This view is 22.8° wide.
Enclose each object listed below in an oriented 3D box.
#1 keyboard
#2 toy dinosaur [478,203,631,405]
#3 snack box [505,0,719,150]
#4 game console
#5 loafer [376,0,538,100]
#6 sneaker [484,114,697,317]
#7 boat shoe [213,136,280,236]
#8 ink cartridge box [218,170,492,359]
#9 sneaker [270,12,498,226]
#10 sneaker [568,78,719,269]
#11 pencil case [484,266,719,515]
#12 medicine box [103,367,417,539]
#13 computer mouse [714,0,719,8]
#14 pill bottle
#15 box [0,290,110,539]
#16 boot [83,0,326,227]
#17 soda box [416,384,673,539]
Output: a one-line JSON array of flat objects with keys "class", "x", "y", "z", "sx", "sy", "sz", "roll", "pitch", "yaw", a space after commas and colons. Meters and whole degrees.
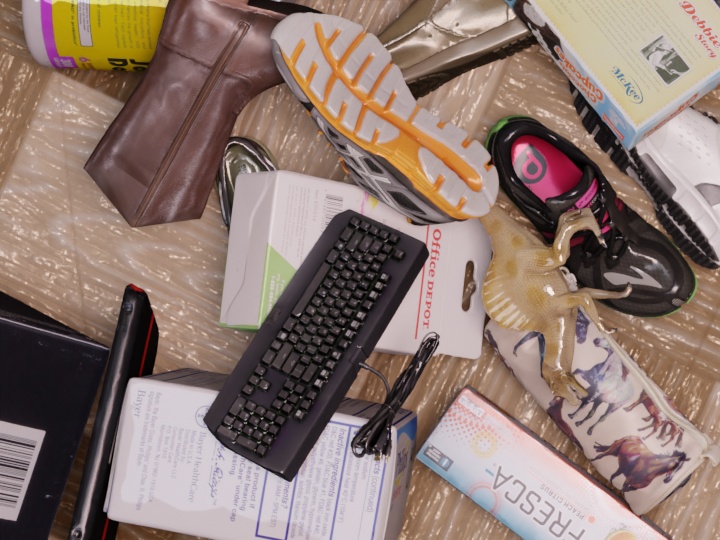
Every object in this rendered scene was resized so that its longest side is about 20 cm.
[{"class": "keyboard", "x": -0.010, "y": 0.057, "z": 1.231, "sx": 0.126, "sy": 0.021, "sz": 0.201, "roll": 26, "pitch": 67, "yaw": 14}, {"class": "toy dinosaur", "x": 0.128, "y": -0.006, "z": 1.280, "sx": 0.100, "sy": 0.058, "sz": 0.202, "roll": -29, "pitch": 76, "yaw": 8}, {"class": "snack box", "x": 0.182, "y": -0.201, "z": 1.318, "sx": 0.116, "sy": 0.037, "sz": 0.201, "roll": -34, "pitch": 77, "yaw": -14}, {"class": "game console", "x": -0.186, "y": 0.121, "z": 1.321, "sx": 0.031, "sy": 0.177, "sz": 0.202, "roll": 11, "pitch": 78, "yaw": 0}, {"class": "loafer", "x": 0.052, "y": -0.177, "z": 1.369, "sx": 0.198, "sy": 0.076, "sz": 0.068, "roll": -21, "pitch": 82, "yaw": 0}, {"class": "sneaker", "x": 0.168, "y": -0.037, "z": 1.344, "sx": 0.200, "sy": 0.084, "sz": 0.077, "roll": 41, "pitch": 93, "yaw": 6}, {"class": "boat shoe", "x": -0.065, "y": -0.010, "z": 1.377, "sx": 0.071, "sy": 0.066, "sz": 0.203, "roll": -24, "pitch": 86, "yaw": 5}, {"class": "ink cartridge box", "x": 0.000, "y": 0.000, "z": 1.338, "sx": 0.198, "sy": 0.067, "sz": 0.119, "roll": 11, "pitch": 83, "yaw": -32}, {"class": "sneaker", "x": 0.006, "y": -0.099, "z": 1.270, "sx": 0.200, "sy": 0.077, "sz": 0.079, "roll": 44, "pitch": 56, "yaw": -15}, {"class": "sneaker", "x": 0.234, "y": -0.100, "z": 1.355, "sx": 0.080, "sy": 0.074, "sz": 0.201, "roll": -37, "pitch": 89, "yaw": -11}, {"class": "pencil case", "x": 0.178, "y": 0.087, "z": 1.324, "sx": 0.200, "sy": 0.077, "sz": 0.090, "roll": 50, "pitch": 133, "yaw": 16}, {"class": "medicine box", "x": -0.066, "y": 0.141, "z": 1.315, "sx": 0.198, "sy": 0.182, "sz": 0.104, "roll": 11, "pitch": 90, "yaw": 7}, {"class": "computer mouse", "x": 0.257, "y": -0.275, "z": 1.361, "sx": 0.199, "sy": 0.046, "sz": 0.141, "roll": 36, "pitch": 101, "yaw": 16}, {"class": "pill bottle", "x": -0.153, "y": -0.205, "z": 1.373, "sx": 0.197, "sy": 0.104, "sz": 0.106, "roll": 3, "pitch": 89, "yaw": 7}, {"class": "box", "x": -0.306, "y": 0.113, "z": 1.327, "sx": 0.198, "sy": 0.122, "sz": 0.202, "roll": 21, "pitch": 91, "yaw": 50}, {"class": "boot", "x": -0.089, "y": -0.106, "z": 1.324, "sx": 0.185, "sy": 0.064, "sz": 0.201, "roll": 26, "pitch": 105, "yaw": -6}, {"class": "soda box", "x": 0.140, "y": 0.172, "z": 1.352, "sx": 0.199, "sy": 0.064, "sz": 0.069, "roll": 37, "pitch": 92, "yaw": 7}]
